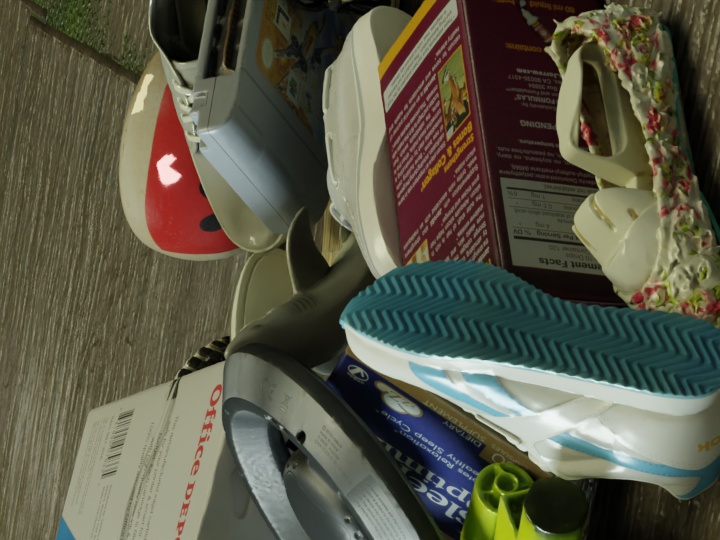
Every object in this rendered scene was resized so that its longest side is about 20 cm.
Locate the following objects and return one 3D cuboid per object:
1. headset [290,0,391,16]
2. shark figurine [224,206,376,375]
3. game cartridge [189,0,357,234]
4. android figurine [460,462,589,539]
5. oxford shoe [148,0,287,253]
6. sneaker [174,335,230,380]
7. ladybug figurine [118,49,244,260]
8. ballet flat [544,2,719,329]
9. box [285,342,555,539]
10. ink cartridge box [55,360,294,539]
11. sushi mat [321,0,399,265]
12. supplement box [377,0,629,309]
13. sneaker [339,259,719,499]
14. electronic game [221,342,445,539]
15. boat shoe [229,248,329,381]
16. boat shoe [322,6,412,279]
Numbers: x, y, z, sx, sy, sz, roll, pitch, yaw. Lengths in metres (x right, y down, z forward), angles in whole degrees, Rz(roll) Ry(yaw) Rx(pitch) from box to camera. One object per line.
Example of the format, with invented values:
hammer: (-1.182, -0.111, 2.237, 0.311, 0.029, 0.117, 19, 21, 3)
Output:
headset: (0.003, -0.252, 1.652, 0.123, 0.094, 0.200, -173, 85, -68)
shark figurine: (0.014, -0.010, 1.631, 0.089, 0.128, 0.215, 17, 73, 36)
game cartridge: (-0.047, -0.130, 1.663, 0.041, 0.133, 0.200, -11, 55, 28)
android figurine: (0.092, 0.187, 1.344, 0.200, 0.041, 0.182, 98, 157, -57)
oxford shoe: (-0.087, -0.103, 1.695, 0.075, 0.058, 0.200, -1, 109, 29)
sneaker: (-0.105, 0.133, 1.801, 0.089, 0.078, 0.200, 115, 178, -63)
ladybug figurine: (-0.095, -0.079, 1.811, 0.072, 0.136, 0.200, 32, 151, 25)
ballet flat: (0.129, -0.043, 1.346, 0.076, 0.064, 0.200, 125, 143, -49)
box: (0.030, 0.094, 1.449, 0.032, 0.121, 0.200, -56, -1, -24)
ink cartridge box: (-0.097, 0.143, 1.610, 0.200, 0.084, 0.145, -21, 51, 57)
sushi mat: (-0.001, -0.096, 1.733, 0.096, 0.012, 0.200, 167, 107, -67)
supplement box: (0.077, -0.046, 1.440, 0.110, 0.086, 0.200, 128, 142, -53)
sneaker: (0.080, 0.053, 1.309, 0.200, 0.077, 0.081, 16, 134, 27)
electronic game: (-0.007, 0.123, 1.432, 0.200, 0.042, 0.200, 48, 160, 24)
boat shoe: (-0.054, 0.085, 1.744, 0.062, 0.073, 0.200, -40, 53, 54)
boat shoe: (0.011, -0.057, 1.539, 0.069, 0.072, 0.200, -45, 43, 38)
